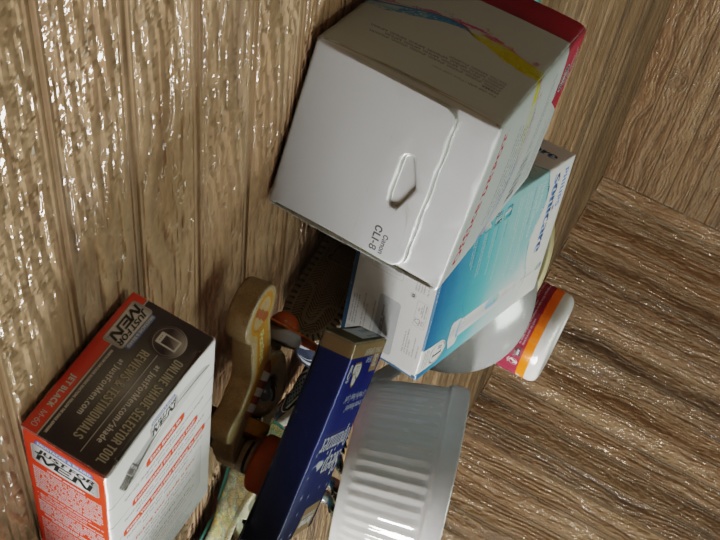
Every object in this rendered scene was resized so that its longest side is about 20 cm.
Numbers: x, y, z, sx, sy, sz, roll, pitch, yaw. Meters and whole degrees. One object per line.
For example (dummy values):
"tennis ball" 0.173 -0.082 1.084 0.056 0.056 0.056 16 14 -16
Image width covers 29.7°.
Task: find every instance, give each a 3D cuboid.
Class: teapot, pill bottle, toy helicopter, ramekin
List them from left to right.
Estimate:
"toy helicopter" -0.075 0.067 1.014 0.132 0.079 0.200 -58 165 -34
"ramekin" 0.036 0.203 1.335 0.200 0.105 0.201 12 90 -87
"teapot" 0.067 0.012 1.352 0.146 0.197 0.201 5 79 -40
"pill bottle" 0.133 0.035 1.549 0.110 0.199 0.110 -59 168 -21

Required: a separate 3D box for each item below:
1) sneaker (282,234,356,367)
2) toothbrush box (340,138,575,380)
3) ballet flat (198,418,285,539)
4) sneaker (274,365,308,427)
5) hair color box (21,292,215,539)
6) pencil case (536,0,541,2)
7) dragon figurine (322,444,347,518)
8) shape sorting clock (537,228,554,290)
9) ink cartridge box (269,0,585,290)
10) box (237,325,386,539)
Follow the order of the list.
"sneaker" 0.000 0.000 1.205 0.200 0.070 0.109 -54 163 -20
"toothbrush box" 0.083 -0.023 1.137 0.200 0.085 0.147 -32 144 -45
"ballet flat" -0.108 0.227 1.244 0.201 0.070 0.071 -67 168 18
"sneaker" -0.021 0.073 1.293 0.200 0.075 0.081 -52 161 11
"hair color box" -0.146 0.119 0.842 0.111 0.064 0.200 -54 167 -34
"pencil case" 0.139 -0.293 1.124 0.085 0.092 0.201 6 116 -31
"dragon figurine" -0.066 0.192 1.366 0.059 0.099 0.201 100 1 -51
"shape sorting clock" 0.126 -0.034 1.430 0.039 0.200 0.201 6 115 -40
"ink cartridge box" 0.052 -0.114 0.991 0.200 0.144 0.146 -49 162 -53
"box" -0.040 0.140 1.041 0.201 0.032 0.121 -66 169 4
